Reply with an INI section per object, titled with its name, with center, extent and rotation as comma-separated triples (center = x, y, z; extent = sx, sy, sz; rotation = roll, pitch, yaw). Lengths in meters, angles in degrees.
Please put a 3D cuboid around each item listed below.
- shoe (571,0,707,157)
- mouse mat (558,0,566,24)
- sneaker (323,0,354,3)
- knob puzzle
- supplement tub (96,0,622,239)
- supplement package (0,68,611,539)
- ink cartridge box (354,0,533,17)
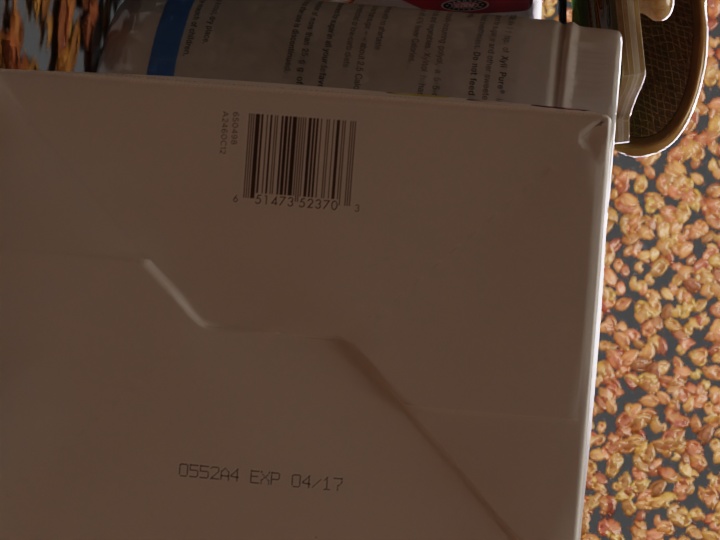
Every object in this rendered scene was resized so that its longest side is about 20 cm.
[shoe]
center = 0.142, -0.147, 1.182
extent = 0.053, 0.070, 0.200
rotation = 55, 31, -66
[mouse mat]
center = 0.098, -0.159, 1.129
extent = 0.161, 0.008, 0.200
rotation = -81, 169, -63
[sneaker]
center = -0.002, -0.161, 0.993
extent = 0.076, 0.200, 0.092
rotation = 51, -2, 21
[knob puzzle]
center = 0.116, -0.156, 1.045
extent = 0.220, 0.030, 0.220
rotation = -6, 90, -89
[supplement tub]
center = 0.000, -0.041, 0.920
extent = 0.132, 0.200, 0.132
rotation = 5, 90, -84
[supplement package]
center = -0.020, 0.016, 0.773
extent = 0.111, 0.200, 0.156
rotation = -24, 119, -83
[ink cartridge box]
center = 0.019, -0.155, 1.191
extent = 0.200, 0.145, 0.084
rotation = 64, 26, -78
